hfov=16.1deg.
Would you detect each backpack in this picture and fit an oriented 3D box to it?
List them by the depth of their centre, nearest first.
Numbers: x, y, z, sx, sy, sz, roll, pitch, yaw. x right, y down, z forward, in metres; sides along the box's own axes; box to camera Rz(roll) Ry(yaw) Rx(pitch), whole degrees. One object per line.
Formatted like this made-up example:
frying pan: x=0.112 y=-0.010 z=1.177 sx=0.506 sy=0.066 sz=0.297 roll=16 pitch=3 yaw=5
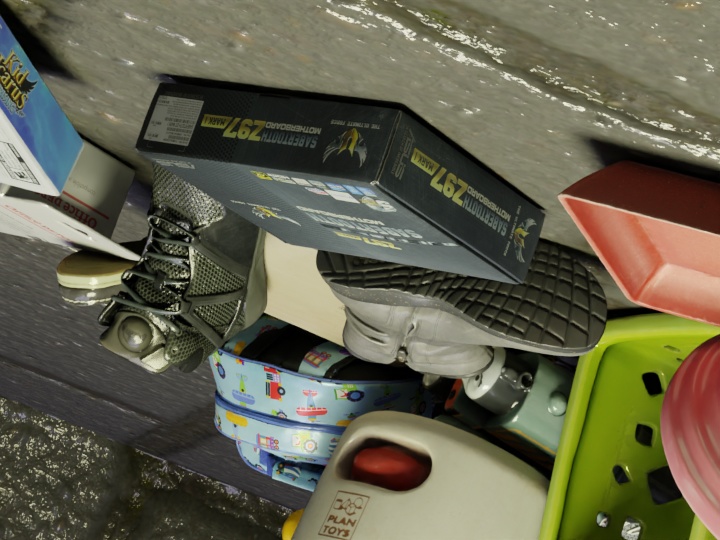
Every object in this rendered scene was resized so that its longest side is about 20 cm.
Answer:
backpack: x=-0.024 y=0.100 z=1.913 sx=0.182 sy=0.135 sz=0.200 roll=15 pitch=-170 yaw=26

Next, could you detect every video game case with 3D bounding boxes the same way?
video game case: x=-0.285 y=-0.132 z=1.558 sx=0.180 sy=0.046 sz=0.200 roll=14 pitch=156 yaw=23

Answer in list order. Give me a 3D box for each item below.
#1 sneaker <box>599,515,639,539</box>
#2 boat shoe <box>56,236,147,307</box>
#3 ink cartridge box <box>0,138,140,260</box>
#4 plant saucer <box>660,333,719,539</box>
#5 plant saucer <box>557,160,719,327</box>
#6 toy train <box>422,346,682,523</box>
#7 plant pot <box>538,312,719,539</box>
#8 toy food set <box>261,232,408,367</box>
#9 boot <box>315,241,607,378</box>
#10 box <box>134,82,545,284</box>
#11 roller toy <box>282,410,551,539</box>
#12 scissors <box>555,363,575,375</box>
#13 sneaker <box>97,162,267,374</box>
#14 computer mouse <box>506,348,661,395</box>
sneaker: x=0.218 y=0.185 z=1.939 sx=0.074 sy=0.081 sz=0.200 roll=3 pitch=154 yaw=-35
boat shoe: x=-0.155 y=0.013 z=1.864 sx=0.071 sy=0.066 sz=0.201 roll=8 pitch=-169 yaw=23
ink cartridge box: x=-0.245 y=-0.069 z=1.806 sx=0.199 sy=0.067 sz=0.116 roll=11 pitch=167 yaw=39
plant saucer: x=0.275 y=0.101 z=1.475 sx=0.200 sy=0.201 sz=0.051 roll=21 pitch=134 yaw=-2
plant saucer: x=0.224 y=-0.001 z=1.385 sx=0.199 sy=0.037 sz=0.200 roll=16 pitch=169 yaw=22
toy train: x=0.140 y=0.112 z=1.780 sx=0.200 sy=0.086 sz=0.114 roll=34 pitch=158 yaw=-21
plant pot: x=0.248 y=0.148 z=1.658 sx=0.181 sy=0.201 sz=0.199 roll=19 pitch=170 yaw=-24
toy food set: x=0.000 y=0.000 z=1.763 sx=0.199 sy=0.061 sz=0.143 roll=23 pitch=157 yaw=-21
boot: x=0.074 y=0.029 z=1.644 sx=0.199 sy=0.070 sz=0.132 roll=17 pitch=157 yaw=22
box: x=-0.012 y=-0.052 z=1.520 sx=0.199 sy=0.051 sz=0.158 roll=11 pitch=166 yaw=40
roller toy: x=0.046 y=0.195 z=1.767 sx=0.199 sy=0.140 sz=0.183 roll=26 pitch=161 yaw=4
scissors: x=0.122 y=0.085 z=1.860 sx=0.073 sy=0.014 sz=0.200 roll=39 pitch=-161 yaw=35
sneaker: x=-0.119 y=-0.004 z=1.666 sx=0.076 sy=0.114 sz=0.200 roll=29 pitch=147 yaw=22
computer mouse: x=0.185 y=0.089 z=1.850 sx=0.140 sy=0.046 sz=0.200 roll=8 pitch=163 yaw=47
